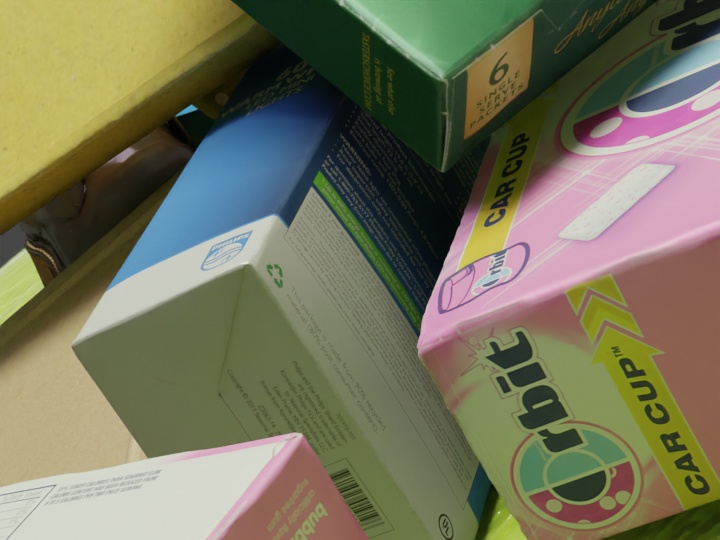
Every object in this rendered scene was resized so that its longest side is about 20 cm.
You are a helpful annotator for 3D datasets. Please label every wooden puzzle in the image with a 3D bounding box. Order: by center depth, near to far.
[{"bbox_3d":[-0.104,0.066,0.739,0.185,0.037,0.200,-38,21,25],"label":"wooden puzzle"}]

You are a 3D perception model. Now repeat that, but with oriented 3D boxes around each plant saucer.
[{"bbox_3d":[-0.091,-0.109,0.794,0.200,0.048,0.201,-30,55,34],"label":"plant saucer"}]

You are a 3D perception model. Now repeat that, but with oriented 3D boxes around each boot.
[{"bbox_3d":[-0.098,-0.044,0.935,0.075,0.097,0.200,-29,11,-22],"label":"boot"}]

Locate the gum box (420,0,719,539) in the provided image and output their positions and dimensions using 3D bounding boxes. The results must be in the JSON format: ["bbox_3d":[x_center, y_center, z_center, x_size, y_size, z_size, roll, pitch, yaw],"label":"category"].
[{"bbox_3d":[0.095,-0.024,0.646,0.113,0.066,0.200,-22,22,23],"label":"gum box"}]

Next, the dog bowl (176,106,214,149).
[{"bbox_3d":[0.011,-0.092,0.992,0.199,0.050,0.112,-26,20,18],"label":"dog bowl"}]

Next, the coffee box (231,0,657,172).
[{"bbox_3d":[-0.006,-0.125,0.671,0.200,0.044,0.123,39,64,23],"label":"coffee box"}]

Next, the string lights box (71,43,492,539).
[{"bbox_3d":[0.000,0.000,0.700,0.059,0.103,0.200,-24,20,25],"label":"string lights box"}]

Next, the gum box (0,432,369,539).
[{"bbox_3d":[-0.070,0.109,0.520,0.200,0.114,0.066,-13,26,42],"label":"gum box"}]

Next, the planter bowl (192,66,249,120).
[{"bbox_3d":[-0.020,-0.105,0.852,0.200,0.201,0.084,-19,28,32],"label":"planter bowl"}]
